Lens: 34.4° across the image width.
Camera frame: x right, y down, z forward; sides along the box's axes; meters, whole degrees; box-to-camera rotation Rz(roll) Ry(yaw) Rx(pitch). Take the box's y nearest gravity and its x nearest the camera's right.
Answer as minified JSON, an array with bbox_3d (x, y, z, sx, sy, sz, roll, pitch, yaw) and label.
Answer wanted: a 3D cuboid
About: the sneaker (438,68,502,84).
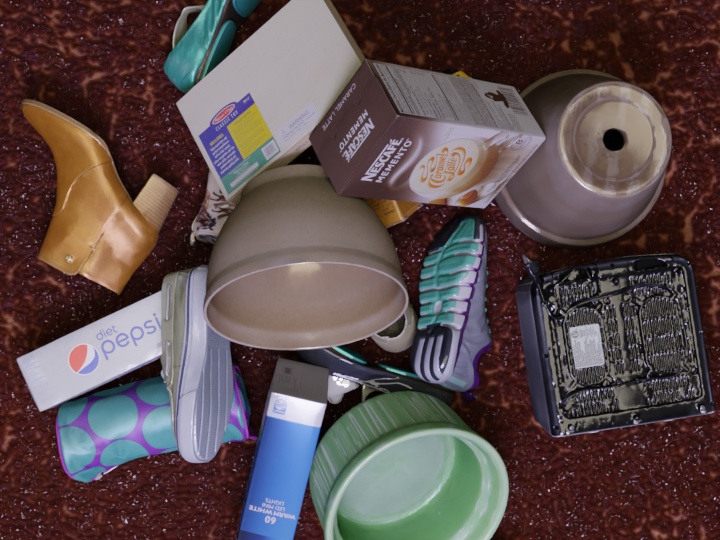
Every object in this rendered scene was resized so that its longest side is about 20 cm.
[{"bbox_3d":[0.069,-0.186,1.213,0.200,0.090,0.070,-3,75,-47],"label":"sneaker"}]

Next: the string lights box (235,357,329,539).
[{"bbox_3d":[-0.083,0.204,1.208,0.059,0.103,0.200,13,106,-3],"label":"string lights box"}]

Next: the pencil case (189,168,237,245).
[{"bbox_3d":[-0.127,-0.118,1.255,0.089,0.078,0.200,12,87,3],"label":"pencil case"}]

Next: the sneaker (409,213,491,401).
[{"bbox_3d":[0.111,0.040,1.273,0.087,0.074,0.200,35,61,-38],"label":"sneaker"}]

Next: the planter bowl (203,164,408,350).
[{"bbox_3d":[-0.058,-0.020,1.162,0.200,0.200,0.135,-4,63,-4],"label":"planter bowl"}]

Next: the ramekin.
[{"bbox_3d":[0.043,0.223,1.207,0.200,0.098,0.200,-9,119,-17],"label":"ramekin"}]

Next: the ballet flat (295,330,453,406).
[{"bbox_3d":[0.002,0.121,1.261,0.200,0.073,0.073,22,87,-5],"label":"ballet flat"}]

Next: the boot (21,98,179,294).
[{"bbox_3d":[-0.309,-0.076,1.245,0.201,0.071,0.144,34,84,-7],"label":"boot"}]

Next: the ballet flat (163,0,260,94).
[{"bbox_3d":[-0.156,-0.287,1.268,0.070,0.067,0.200,26,84,12],"label":"ballet flat"}]

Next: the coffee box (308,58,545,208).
[{"bbox_3d":[0.067,-0.130,1.152,0.200,0.114,0.080,2,50,-38],"label":"coffee box"}]

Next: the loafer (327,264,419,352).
[{"bbox_3d":[0.000,0.000,1.263,0.076,0.068,0.200,-38,90,-4],"label":"loafer"}]

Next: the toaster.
[{"bbox_3d":[0.266,0.071,1.251,0.180,0.119,0.200,-9,89,-4],"label":"toaster"}]

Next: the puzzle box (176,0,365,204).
[{"bbox_3d":[-0.087,-0.178,1.181,0.200,0.025,0.133,-37,68,20],"label":"puzzle box"}]

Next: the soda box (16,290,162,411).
[{"bbox_3d":[-0.258,0.079,1.245,0.200,0.068,0.064,-26,88,-4],"label":"soda box"}]

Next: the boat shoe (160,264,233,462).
[{"bbox_3d":[-0.171,0.094,1.184,0.062,0.072,0.200,-5,75,26],"label":"boat shoe"}]

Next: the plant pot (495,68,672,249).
[{"bbox_3d":[0.246,-0.127,1.231,0.200,0.174,0.201,0,87,-4],"label":"plant pot"}]

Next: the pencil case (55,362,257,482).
[{"bbox_3d":[-0.216,0.162,1.236,0.200,0.085,0.093,-13,109,-5],"label":"pencil case"}]

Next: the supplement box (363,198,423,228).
[{"bbox_3d":[-0.010,-0.139,1.232,0.069,0.067,0.200,-24,98,30],"label":"supplement box"}]
